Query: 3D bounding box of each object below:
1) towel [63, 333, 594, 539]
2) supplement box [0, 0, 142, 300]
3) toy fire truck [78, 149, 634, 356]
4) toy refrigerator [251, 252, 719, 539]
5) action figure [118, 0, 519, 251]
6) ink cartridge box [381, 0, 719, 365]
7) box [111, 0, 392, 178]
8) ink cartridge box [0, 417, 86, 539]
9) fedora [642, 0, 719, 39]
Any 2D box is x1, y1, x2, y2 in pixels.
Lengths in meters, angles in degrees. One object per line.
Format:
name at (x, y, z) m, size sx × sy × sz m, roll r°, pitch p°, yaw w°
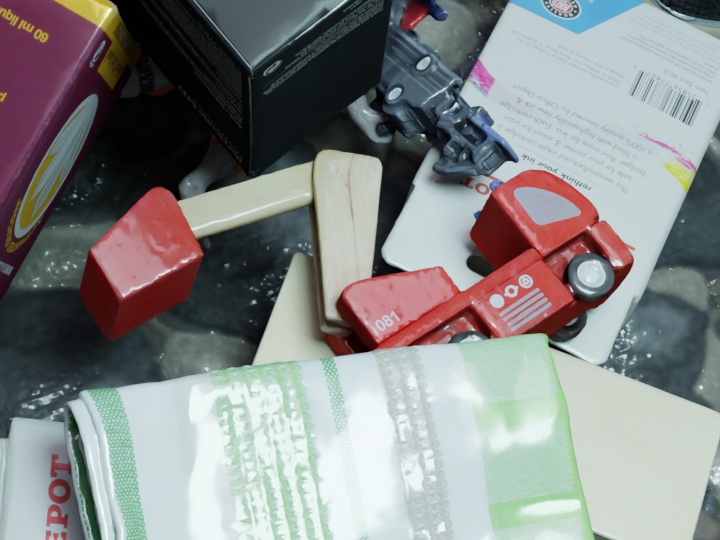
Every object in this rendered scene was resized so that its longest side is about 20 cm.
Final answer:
towel at (-0.004, 0.103, 0.954) m, size 0.200 × 0.031 × 0.149 m, roll -8°, pitch 76°, yaw -18°
supplement box at (-0.177, -0.032, 1.008) m, size 0.086 × 0.110 × 0.200 m, roll 29°, pitch 87°, yaw 3°
toy fire truck at (0.000, 0.000, 1.040) m, size 0.200 × 0.049 × 0.141 m, roll -33°, pitch 76°, yaw -23°
toy refrigerator at (0.047, 0.072, 1.084) m, size 0.200 × 0.070 × 0.076 m, roll 20°, pitch 62°, yaw -2°
action figure at (-0.024, -0.099, 1.114) m, size 0.193 × 0.105 × 0.200 m, roll -41°, pitch 44°, yaw -15°
ink cartridge box at (0.089, -0.039, 1.159) m, size 0.115 × 0.068 × 0.200 m, roll 27°, pitch 56°, yaw 3°
box at (-0.078, -0.152, 1.015) m, size 0.079 × 0.141 × 0.200 m, roll -37°, pitch 80°, yaw -13°
ink cartridge box at (-0.055, 0.149, 0.998) m, size 0.200 × 0.085 × 0.145 m, roll 8°, pitch 59°, yaw -12°
fedora at (0.194, -0.198, 1.267) m, size 0.200 × 0.092 × 0.201 m, roll 7°, pitch 59°, yaw -12°
